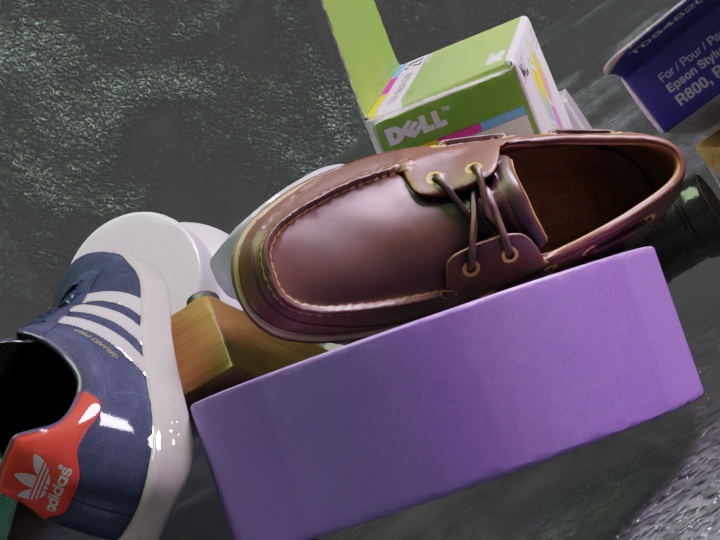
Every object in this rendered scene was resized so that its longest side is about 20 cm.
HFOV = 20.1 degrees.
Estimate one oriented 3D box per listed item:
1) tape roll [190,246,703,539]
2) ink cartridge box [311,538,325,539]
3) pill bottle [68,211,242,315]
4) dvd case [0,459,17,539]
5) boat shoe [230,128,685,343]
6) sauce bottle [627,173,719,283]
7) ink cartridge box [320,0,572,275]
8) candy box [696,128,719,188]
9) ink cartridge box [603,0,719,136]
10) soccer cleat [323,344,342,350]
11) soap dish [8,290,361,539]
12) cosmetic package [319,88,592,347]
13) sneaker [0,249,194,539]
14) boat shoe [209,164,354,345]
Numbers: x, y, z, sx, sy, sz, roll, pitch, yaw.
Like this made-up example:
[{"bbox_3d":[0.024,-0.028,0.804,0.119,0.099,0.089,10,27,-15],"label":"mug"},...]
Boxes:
[{"bbox_3d":[0.035,0.053,0.823,0.199,0.066,0.200,-20,-3,-1],"label":"tape roll"},{"bbox_3d":[-0.062,0.153,0.789,0.200,0.044,0.198,-37,18,-31],"label":"ink cartridge box"},{"bbox_3d":[-0.091,0.040,1.190,0.112,0.113,0.200,-33,-27,7],"label":"pill bottle"},{"bbox_3d":[-0.216,0.145,0.941,0.200,0.022,0.147,-33,37,47],"label":"dvd case"},{"bbox_3d":[0.043,-0.023,0.817,0.199,0.072,0.068,-14,-7,-27],"label":"boat shoe"},{"bbox_3d":[0.094,0.020,1.018,0.200,0.066,0.066,-31,8,18],"label":"sauce bottle"},{"bbox_3d":[0.042,-0.096,0.949,0.075,0.201,0.148,-19,11,12],"label":"ink cartridge box"},{"bbox_3d":[0.243,-0.067,0.951,0.116,0.057,0.200,-34,6,-3],"label":"candy box"},{"bbox_3d":[0.221,-0.137,0.970,0.199,0.041,0.200,-38,-9,17],"label":"ink cartridge box"},{"bbox_3d":[0.065,0.021,1.104,0.199,0.069,0.078,-26,28,10],"label":"soccer cleat"},{"bbox_3d":[-0.090,0.096,0.990,0.200,0.082,0.157,-30,-34,26],"label":"soap dish"},{"bbox_3d":[0.063,-0.007,1.178,0.199,0.107,0.090,-31,7,9],"label":"cosmetic package"},{"bbox_3d":[-0.128,0.040,0.862,0.075,0.084,0.200,-67,22,18],"label":"sneaker"},{"bbox_3d":[0.000,0.000,0.911,0.074,0.067,0.200,-45,-12,16],"label":"boat shoe"}]
